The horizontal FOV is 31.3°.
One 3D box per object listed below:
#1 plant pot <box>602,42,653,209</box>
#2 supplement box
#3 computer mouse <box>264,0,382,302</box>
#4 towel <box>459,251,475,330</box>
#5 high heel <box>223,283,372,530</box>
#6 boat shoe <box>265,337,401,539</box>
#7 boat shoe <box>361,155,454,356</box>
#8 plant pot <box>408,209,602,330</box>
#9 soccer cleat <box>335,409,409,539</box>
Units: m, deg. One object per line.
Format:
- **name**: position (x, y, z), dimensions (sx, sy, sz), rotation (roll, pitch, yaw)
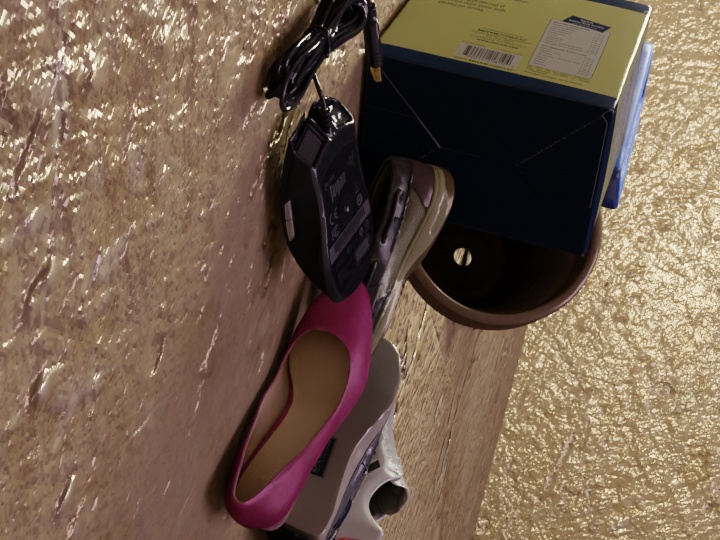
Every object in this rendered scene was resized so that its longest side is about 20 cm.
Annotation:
- **plant pot**: position (0.315, -0.225, 1.877), dimensions (0.200, 0.177, 0.203), rotation (57, 49, -73)
- **supplement box**: position (0.122, -0.142, 1.072), dimensions (0.200, 0.197, 0.136), rotation (-58, 159, -51)
- **computer mouse**: position (-0.022, -0.088, 0.865), dimensions (0.202, 0.045, 0.141), rotation (77, 32, -41)
- **towel**: position (0.174, -0.027, 1.810), dimensions (0.133, 0.034, 0.202), rotation (88, 19, -55)
- **high heel**: position (-0.044, 0.087, 0.918), dimensions (0.202, 0.067, 0.096), rotation (-63, 167, -13)
- **boat shoe**: position (-0.026, 0.153, 1.067), dimensions (0.093, 0.074, 0.201), rotation (99, 18, -57)
- **boat shoe**: position (0.001, 0.000, 1.009), dimensions (0.203, 0.065, 0.072), rotation (-61, -155, 15)
- **plant pot**: position (0.120, -0.032, 1.279), dimensions (0.175, 0.197, 0.203), rotation (127, -19, -77)
- **soccer cleat**: position (0.012, 0.187, 1.210), dimensions (0.201, 0.084, 0.069), rotation (-58, 159, -53)
